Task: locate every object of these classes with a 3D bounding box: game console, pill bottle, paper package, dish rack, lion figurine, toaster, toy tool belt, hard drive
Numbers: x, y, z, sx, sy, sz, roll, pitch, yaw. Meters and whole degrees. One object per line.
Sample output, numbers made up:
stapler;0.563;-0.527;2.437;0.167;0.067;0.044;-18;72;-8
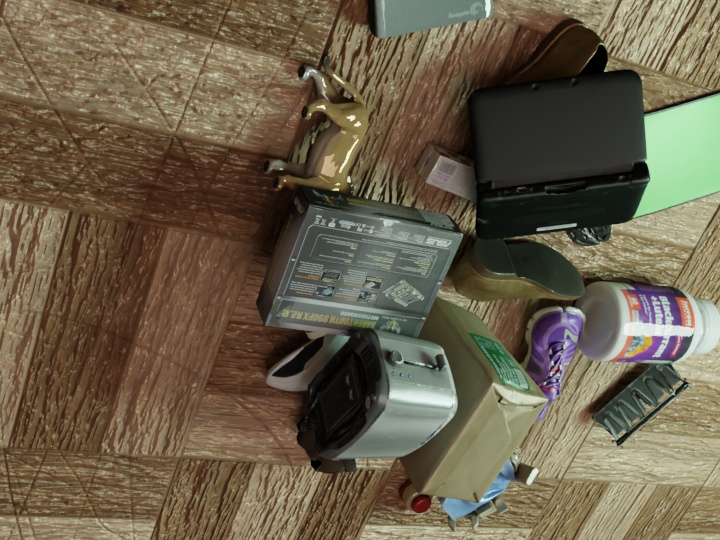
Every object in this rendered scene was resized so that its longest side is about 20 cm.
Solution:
game console;0.230;-0.131;1.147;0.198;0.118;0.176;-7;157;3
pill bottle;0.414;0.076;1.387;0.198;0.112;0.112;4;120;-25
paper package;0.117;0.167;1.265;0.103;0.200;0.192;17;113;-32
dish rack;0.416;0.194;1.430;0.153;0.055;0.200;-44;169;8
lion figurine;-0.033;-0.133;1.082;0.122;0.073;0.201;13;113;-33
toaster;0.023;0.156;1.146;0.128;0.115;0.200;9;139;-30
toy tool belt;0.158;0.318;1.429;0.199;0.123;0.125;-38;128;4
hard drive;0.072;-0.352;1.005;0.138;0.033;0.202;-14;126;-14

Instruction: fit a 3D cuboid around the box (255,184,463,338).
box;-0.001;-0.002;1.102;0.198;0.048;0.160;9;120;-26

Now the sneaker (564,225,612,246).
sneaker;0.274;-0.126;1.217;0.073;0.080;0.201;-6;131;13

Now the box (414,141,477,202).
box;0.158;-0.104;1.203;0.198;0.039;0.042;17;116;-31

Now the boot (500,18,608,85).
boot;0.212;-0.199;1.142;0.073;0.076;0.201;25;110;-36

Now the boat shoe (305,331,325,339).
boat shoe;0.000;0.000;1.188;0.199;0.072;0.068;-36;103;-4

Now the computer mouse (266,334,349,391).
computer mouse;-0.030;0.103;1.239;0.199;0.044;0.110;-35;158;6

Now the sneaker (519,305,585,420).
sneaker;0.269;0.133;1.358;0.080;0.084;0.201;5;129;-5

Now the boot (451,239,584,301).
boot;0.209;0.009;1.287;0.198;0.074;0.076;11;141;-29

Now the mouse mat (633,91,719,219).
mouse mat;0.436;-0.156;1.309;0.198;0.008;0.162;-16;126;-11

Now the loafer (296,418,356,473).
loafer;-0.050;0.224;1.290;0.070;0.073;0.201;-16;141;-5
